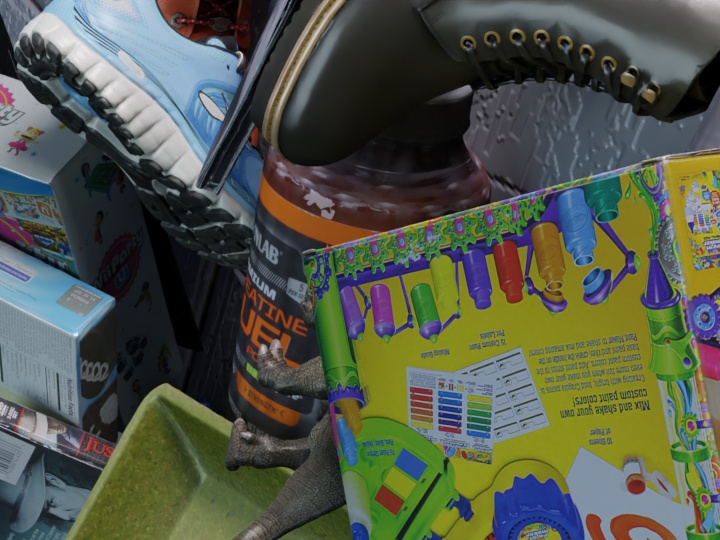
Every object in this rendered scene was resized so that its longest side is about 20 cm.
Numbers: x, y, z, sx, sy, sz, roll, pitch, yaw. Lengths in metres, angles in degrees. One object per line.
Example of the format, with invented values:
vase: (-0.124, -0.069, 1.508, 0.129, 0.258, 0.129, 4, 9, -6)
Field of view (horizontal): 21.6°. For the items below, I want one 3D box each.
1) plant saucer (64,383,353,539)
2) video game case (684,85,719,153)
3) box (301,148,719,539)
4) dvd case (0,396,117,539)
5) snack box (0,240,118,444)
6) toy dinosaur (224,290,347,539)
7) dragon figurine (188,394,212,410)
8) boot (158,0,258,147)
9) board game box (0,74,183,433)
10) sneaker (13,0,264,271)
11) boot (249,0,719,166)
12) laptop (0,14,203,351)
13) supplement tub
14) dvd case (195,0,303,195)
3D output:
plant saucer: (-0.074, 0.173, 0.830, 0.200, 0.048, 0.200, 24, 83, 50)
video game case: (0.158, 0.008, 0.672, 0.143, 0.019, 0.200, 53, 137, 35)
box: (0.095, 0.067, 0.651, 0.200, 0.122, 0.193, -13, 86, 55)
dvd case: (-0.129, 0.151, 1.030, 0.022, 0.200, 0.146, -78, 15, -44)
snack box: (-0.188, 0.070, 1.030, 0.116, 0.037, 0.200, 26, 138, 18)
toy dinosaur: (0.009, 0.056, 0.765, 0.102, 0.200, 0.077, 7, 107, 30)
dragon figurine: (-0.147, 0.134, 1.143, 0.200, 0.059, 0.100, -23, 76, 49)
boot: (-0.087, -0.142, 0.994, 0.107, 0.075, 0.200, -31, 71, 47)
board game box: (-0.187, -0.016, 1.034, 0.147, 0.064, 0.200, 19, 142, 25)
sneaker: (-0.073, -0.073, 0.932, 0.078, 0.090, 0.200, 6, 145, 51)
boot: (0.064, -0.082, 0.727, 0.200, 0.077, 0.138, -44, 61, 11)
laptop: (-0.162, -0.074, 1.092, 0.200, 0.103, 0.177, -98, -3, -46)
supplement tub: (0.000, 0.000, 0.869, 0.107, 0.107, 0.200, 36, 125, 45)
dvd case: (-0.018, -0.142, 0.842, 0.200, 0.016, 0.149, -55, 11, 52)
